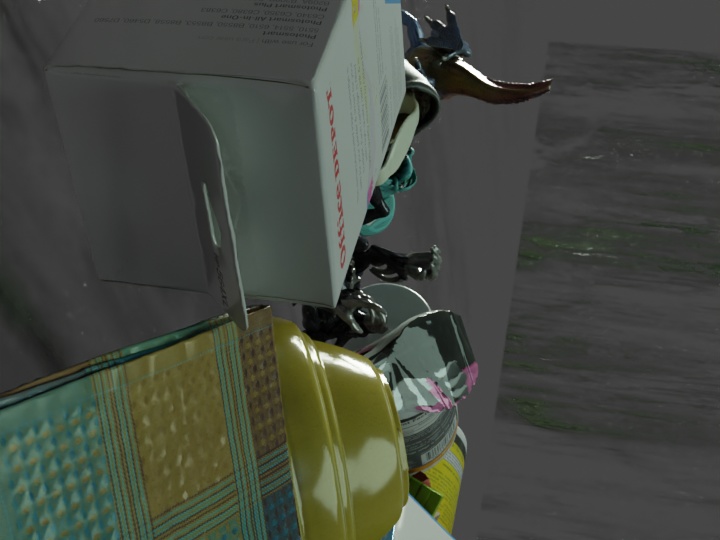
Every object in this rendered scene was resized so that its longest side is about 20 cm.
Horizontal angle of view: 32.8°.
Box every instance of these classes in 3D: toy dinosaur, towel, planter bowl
[{"bbox_3d":[0.046,-0.152,1.025,0.106,0.199,0.181,-55,174,-2],"label":"toy dinosaur"},{"bbox_3d":[-0.093,0.105,0.538,0.199,0.021,0.149,-21,108,-58],"label":"towel"},{"bbox_3d":[-0.018,0.115,0.795,0.200,0.082,0.204,169,-90,-81],"label":"planter bowl"}]

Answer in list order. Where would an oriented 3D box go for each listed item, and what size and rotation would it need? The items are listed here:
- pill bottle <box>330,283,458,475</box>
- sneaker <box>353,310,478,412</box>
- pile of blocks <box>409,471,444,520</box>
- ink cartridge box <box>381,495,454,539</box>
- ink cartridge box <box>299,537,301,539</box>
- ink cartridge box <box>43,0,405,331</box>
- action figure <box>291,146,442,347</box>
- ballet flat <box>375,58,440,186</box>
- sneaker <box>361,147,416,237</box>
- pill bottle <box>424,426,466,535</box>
[{"bbox_3d":[0.031,0.103,1.140,0.201,0.114,0.118,76,23,-57],"label":"pill bottle"},{"bbox_3d":[0.008,0.087,0.982,0.198,0.086,0.082,-19,97,-41],"label":"sneaker"},{"bbox_3d":[0.027,0.198,1.106,0.199,0.082,0.063,28,90,-52],"label":"pile of blocks"},{"bbox_3d":[0.000,0.285,0.861,0.200,0.128,0.125,-45,-174,15],"label":"ink cartridge box"},{"bbox_3d":[-0.092,0.203,0.605,0.202,0.043,0.198,-64,144,-36],"label":"ink cartridge box"},{"bbox_3d":[-0.058,-0.084,0.592,0.202,0.123,0.130,-72,163,-45],"label":"ink cartridge box"},{"bbox_3d":[0.000,0.000,0.963,0.119,0.101,0.202,-49,151,-42],"label":"action figure"},{"bbox_3d":[-0.024,-0.063,0.710,0.200,0.068,0.069,-44,149,-28],"label":"ballet flat"},{"bbox_3d":[0.009,-0.077,1.032,0.200,0.078,0.079,63,35,-70],"label":"sneaker"},{"bbox_3d":[0.042,0.253,1.274,0.115,0.112,0.202,83,17,-47],"label":"pill bottle"}]
